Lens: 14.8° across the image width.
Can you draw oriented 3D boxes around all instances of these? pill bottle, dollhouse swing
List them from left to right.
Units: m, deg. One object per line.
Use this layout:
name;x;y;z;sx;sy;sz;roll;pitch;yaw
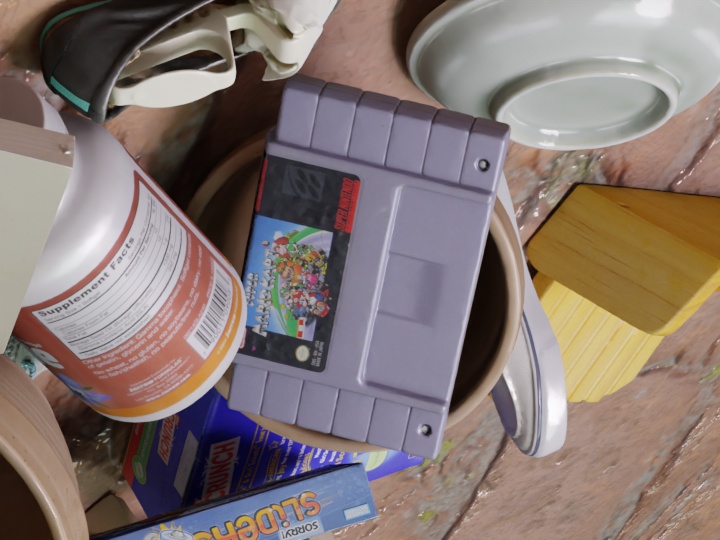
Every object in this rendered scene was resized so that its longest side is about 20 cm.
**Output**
pill bottle;-0.151;-0.012;1.454;0.112;0.112;0.200;-37;139;3
dollhouse swing;0.211;0.045;1.884;0.200;0.182;0.176;4;112;-49

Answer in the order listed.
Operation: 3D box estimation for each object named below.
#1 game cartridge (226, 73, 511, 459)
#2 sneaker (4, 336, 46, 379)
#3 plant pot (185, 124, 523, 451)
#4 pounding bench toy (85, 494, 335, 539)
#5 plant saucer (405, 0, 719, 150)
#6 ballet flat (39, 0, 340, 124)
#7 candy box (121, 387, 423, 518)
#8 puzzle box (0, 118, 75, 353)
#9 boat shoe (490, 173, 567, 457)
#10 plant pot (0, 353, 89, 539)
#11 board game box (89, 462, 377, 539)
game cartridge;0.000;0.000;1.519;0.129;0.038;0.200;12;115;1
sneaker;-0.228;0.081;1.546;0.200;0.086;0.078;-26;150;-16
plant pot;-0.001;-0.005;1.593;0.201;0.201;0.093;-52;-174;26
pounding bench toy;-0.122;0.218;1.815;0.200;0.124;0.156;-42;150;10
plant saucer;0.127;-0.112;1.587;0.200;0.050;0.200;-4;159;-1
ballet flat;-0.068;-0.124;1.436;0.200;0.068;0.068;-25;148;-19
candy box;-0.038;0.076;1.747;0.200;0.077;0.169;-18;147;-31
puzzle box;-0.249;-0.033;1.326;0.200;0.025;0.133;14;132;-15
boat shoe;0.068;0.020;1.677;0.070;0.200;0.071;-15;179;-21
plant pot;-0.220;0.098;1.433;0.093;0.201;0.201;-58;173;-46
board game box;-0.098;0.157;1.638;0.200;0.035;0.135;-16;178;-9
